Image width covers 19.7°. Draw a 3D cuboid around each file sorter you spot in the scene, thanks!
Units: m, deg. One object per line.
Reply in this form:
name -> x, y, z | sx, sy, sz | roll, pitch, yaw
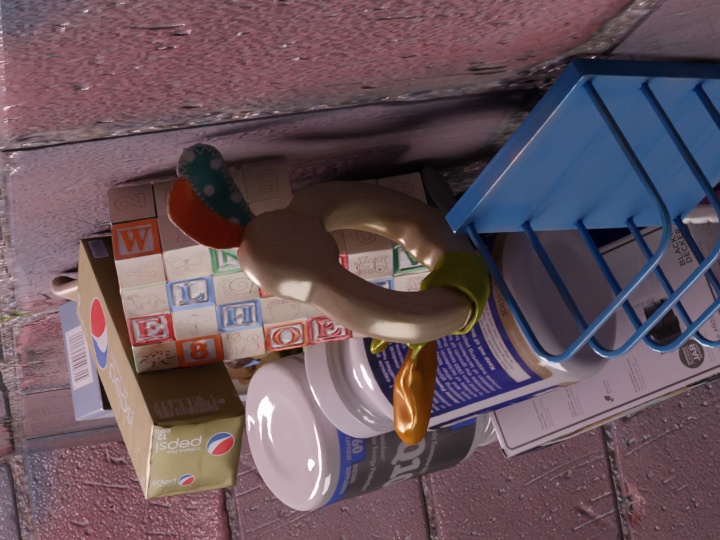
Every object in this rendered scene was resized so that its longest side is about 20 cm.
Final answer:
file sorter -> 0.182, -0.030, 1.206 | 0.199, 0.123, 0.139 | -3, 145, -40

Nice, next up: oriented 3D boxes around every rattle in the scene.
rattle -> -0.035, 0.016, 1.217 | 0.198, 0.131, 0.143 | 5, 145, -22

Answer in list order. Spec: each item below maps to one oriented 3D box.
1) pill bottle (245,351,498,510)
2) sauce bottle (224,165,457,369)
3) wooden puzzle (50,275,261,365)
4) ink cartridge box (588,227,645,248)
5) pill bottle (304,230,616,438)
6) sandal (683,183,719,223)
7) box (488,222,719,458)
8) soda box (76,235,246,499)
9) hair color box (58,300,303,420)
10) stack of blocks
pill bottle -> 0.023, 0.103, 1.566 | 0.199, 0.115, 0.114 | -14, 176, -33
sauce bottle -> -0.023, -0.005, 1.409 | 0.199, 0.065, 0.065 | -33, 163, 22
wooden puzzle -> -0.108, 0.032, 1.560 | 0.184, 0.047, 0.199 | 19, 159, -41
ink cartridge box -> 0.139, -0.030, 1.545 | 0.099, 0.040, 0.199 | -4, 178, -31
pill bottle -> 0.065, 0.044, 1.413 | 0.199, 0.117, 0.115 | -22, 166, 36
sandal -> 0.184, -0.063, 1.398 | 0.201, 0.050, 0.083 | 3, -166, -3
box -> 0.178, 0.046, 1.489 | 0.199, 0.118, 0.060 | -26, 170, 28
soda box -> -0.137, 0.060, 1.390 | 0.063, 0.201, 0.068 | -6, 129, -20
hair color box -> -0.148, 0.065, 1.754 | 0.199, 0.100, 0.060 | -5, 170, -33
stack of blocks -> -0.053, -0.007, 1.306 | 0.198, 0.059, 0.116 | -9, 140, -5
